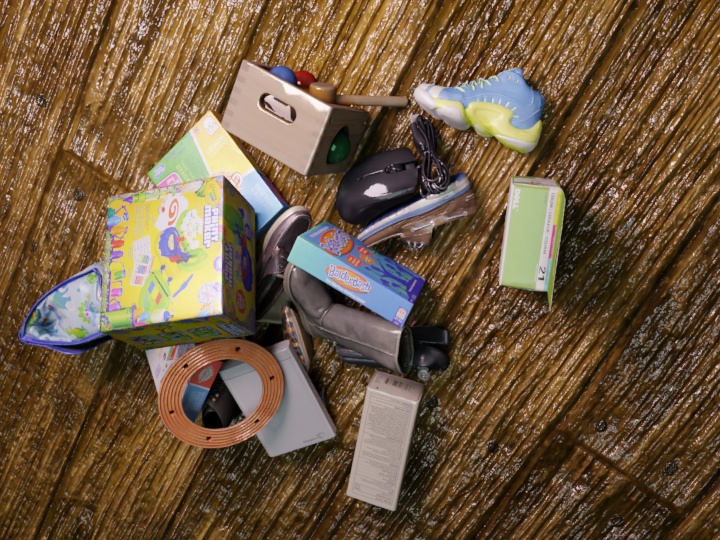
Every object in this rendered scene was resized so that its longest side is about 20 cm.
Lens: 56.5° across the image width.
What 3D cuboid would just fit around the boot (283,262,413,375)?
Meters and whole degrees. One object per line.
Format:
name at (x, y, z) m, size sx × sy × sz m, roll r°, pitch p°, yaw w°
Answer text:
boot at (-0.017, 0.071, 1.043) m, size 0.197 × 0.073 × 0.184 m, roll 23°, pitch 150°, yaw 37°

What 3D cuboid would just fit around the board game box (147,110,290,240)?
board game box at (-0.230, -0.129, 1.090) m, size 0.152 × 0.040 × 0.201 m, roll -41°, pitch 83°, yaw 10°

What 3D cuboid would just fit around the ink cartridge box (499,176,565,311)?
ink cartridge box at (0.239, -0.046, 0.942) m, size 0.073 × 0.200 × 0.153 m, roll 8°, pitch 104°, yaw 11°

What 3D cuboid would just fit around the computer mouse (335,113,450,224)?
computer mouse at (0.033, -0.146, 1.025) m, size 0.197 × 0.052 × 0.142 m, roll -28°, pitch 59°, yaw 25°

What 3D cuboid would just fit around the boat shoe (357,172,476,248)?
boat shoe at (0.089, -0.074, 1.042) m, size 0.196 × 0.072 × 0.074 m, roll -25°, pitch 104°, yaw 21°

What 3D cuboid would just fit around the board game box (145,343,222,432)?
board game box at (-0.304, 0.143, 1.133) m, size 0.155 × 0.040 × 0.201 m, roll -60°, pitch 41°, yaw 24°

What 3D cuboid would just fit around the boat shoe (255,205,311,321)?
boat shoe at (-0.130, -0.008, 1.073) m, size 0.202 × 0.071 × 0.065 m, roll -55°, pitch 51°, yaw 16°

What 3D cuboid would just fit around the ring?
ring at (-0.217, 0.192, 1.052) m, size 0.195 × 0.019 × 0.206 m, roll -10°, pitch 119°, yaw -18°

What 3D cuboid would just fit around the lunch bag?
lunch bag at (-0.462, 0.063, 1.158) m, size 0.195 × 0.170 × 0.131 m, roll -20°, pitch 94°, yaw 17°

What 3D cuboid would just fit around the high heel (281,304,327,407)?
high heel at (-0.147, 0.164, 1.152) m, size 0.138 × 0.072 × 0.205 m, roll -13°, pitch 108°, yaw 10°

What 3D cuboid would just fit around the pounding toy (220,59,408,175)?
pounding toy at (-0.062, -0.234, 0.997) m, size 0.197 × 0.183 × 0.145 m, roll 30°, pitch 109°, yaw 14°

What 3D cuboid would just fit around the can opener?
can opener at (0.054, 0.141, 1.114) m, size 0.194 × 0.080 × 0.064 m, roll -4°, pitch 141°, yaw 18°

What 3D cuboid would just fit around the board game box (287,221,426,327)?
board game box at (0.000, 0.000, 1.038) m, size 0.196 × 0.152 × 0.046 m, roll 29°, pitch 108°, yaw 5°

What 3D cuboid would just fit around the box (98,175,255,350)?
box at (-0.261, -0.007, 0.978) m, size 0.187 × 0.122 × 0.206 m, roll -8°, pitch 70°, yaw 13°

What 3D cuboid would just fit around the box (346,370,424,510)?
box at (0.042, 0.287, 1.132) m, size 0.092 × 0.078 × 0.206 m, roll 15°, pitch 106°, yaw 10°

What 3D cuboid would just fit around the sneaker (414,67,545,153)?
sneaker at (0.181, -0.255, 0.984) m, size 0.195 × 0.076 × 0.108 m, roll 23°, pitch 95°, yaw 0°

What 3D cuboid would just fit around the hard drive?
hard drive at (-0.137, 0.220, 1.126) m, size 0.129 × 0.027 × 0.203 m, roll -19°, pitch 119°, yaw 10°

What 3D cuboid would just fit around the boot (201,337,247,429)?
boot at (-0.241, 0.169, 1.132) m, size 0.075 × 0.139 × 0.205 m, roll -14°, pitch 107°, yaw 19°

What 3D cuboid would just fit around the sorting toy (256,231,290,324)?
sorting toy at (-0.207, -0.016, 1.146) m, size 0.179 × 0.036 × 0.206 m, roll 6°, pitch 104°, yaw 13°
